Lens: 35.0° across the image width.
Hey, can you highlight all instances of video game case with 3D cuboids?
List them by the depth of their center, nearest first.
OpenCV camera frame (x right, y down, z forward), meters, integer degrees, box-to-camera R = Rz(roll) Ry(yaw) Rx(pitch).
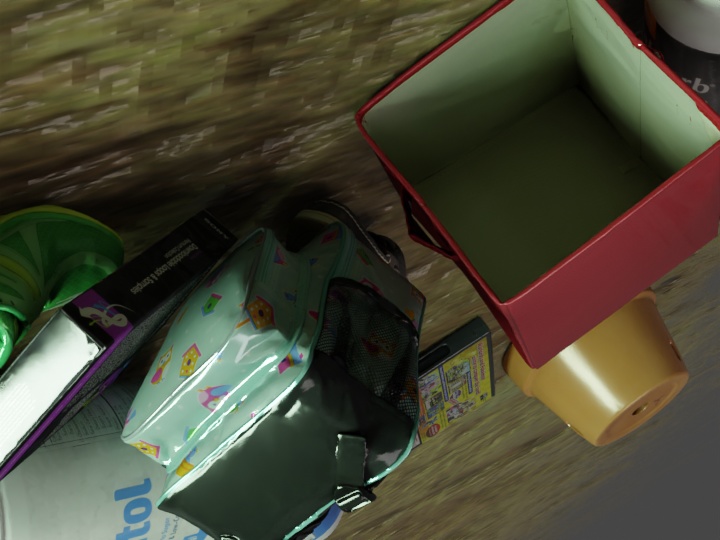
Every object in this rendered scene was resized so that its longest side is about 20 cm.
[{"bbox_3d":[0.066,0.144,1.250,0.180,0.026,0.200,-32,154,-8],"label":"video game case"}]

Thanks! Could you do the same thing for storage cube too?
[{"bbox_3d":[0.127,-0.063,0.787,0.200,0.171,0.180,-37,157,2],"label":"storage cube"}]

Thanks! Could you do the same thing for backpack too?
[{"bbox_3d":[-0.047,0.063,0.731,0.176,0.153,0.200,-46,-172,30],"label":"backpack"}]

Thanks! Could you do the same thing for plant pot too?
[{"bbox_3d":[0.287,0.110,1.336,0.200,0.140,0.200,-28,154,-15],"label":"plant pot"}]

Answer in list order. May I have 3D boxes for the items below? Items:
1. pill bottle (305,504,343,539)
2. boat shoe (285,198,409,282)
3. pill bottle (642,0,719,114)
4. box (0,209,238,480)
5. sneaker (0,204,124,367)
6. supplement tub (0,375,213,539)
[{"bbox_3d":[-0.072,0.197,1.060,0.112,0.112,0.200,-34,156,-5],"label":"pill bottle"},{"bbox_3d":[0.001,0.001,0.870,0.066,0.072,0.201,-58,149,-22],"label":"boat shoe"},{"bbox_3d":[0.260,-0.183,0.811,0.116,0.116,0.200,-35,155,-2],"label":"pill bottle"},{"bbox_3d":[-0.157,0.045,0.672,0.143,0.036,0.200,-46,-179,22],"label":"box"},{"bbox_3d":[-0.201,0.019,0.602,0.200,0.084,0.074,-16,149,-54],"label":"sneaker"},{"bbox_3d":[-0.197,0.145,0.773,0.200,0.132,0.132,-7,143,-42],"label":"supplement tub"}]
